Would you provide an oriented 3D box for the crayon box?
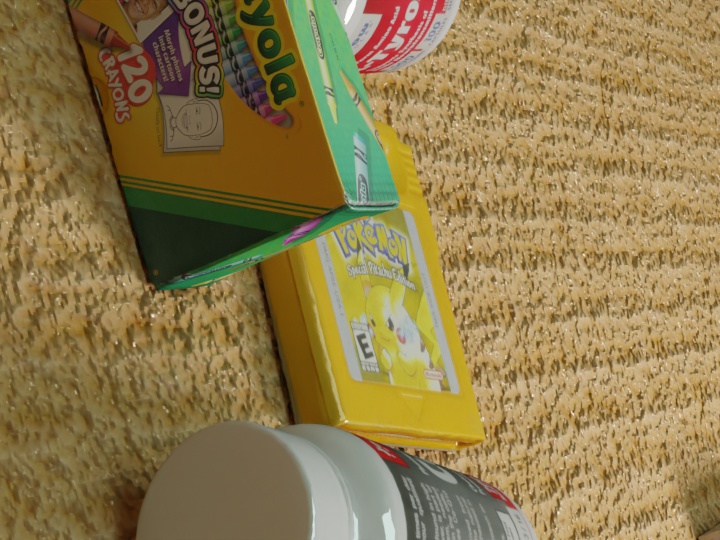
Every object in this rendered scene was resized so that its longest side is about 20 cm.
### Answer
[{"bbox_3d":[-0.069,-0.105,0.949,0.058,0.118,0.202,-3,73,-62],"label":"crayon box"}]

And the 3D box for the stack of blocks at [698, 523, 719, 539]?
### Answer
[{"bbox_3d":[0.340,0.239,1.533,0.199,0.058,0.116,-8,78,-63],"label":"stack of blocks"}]

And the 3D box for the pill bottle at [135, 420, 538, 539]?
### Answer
[{"bbox_3d":[-0.006,0.135,0.900,0.199,0.113,0.115,26,49,-54],"label":"pill bottle"}]

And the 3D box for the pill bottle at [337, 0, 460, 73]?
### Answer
[{"bbox_3d":[-0.028,-0.165,1.074,0.200,0.111,0.113,-14,83,-63],"label":"pill bottle"}]

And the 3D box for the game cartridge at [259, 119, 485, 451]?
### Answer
[{"bbox_3d":[0.000,0.000,1.100,0.176,0.032,0.202,13,61,-59],"label":"game cartridge"}]
